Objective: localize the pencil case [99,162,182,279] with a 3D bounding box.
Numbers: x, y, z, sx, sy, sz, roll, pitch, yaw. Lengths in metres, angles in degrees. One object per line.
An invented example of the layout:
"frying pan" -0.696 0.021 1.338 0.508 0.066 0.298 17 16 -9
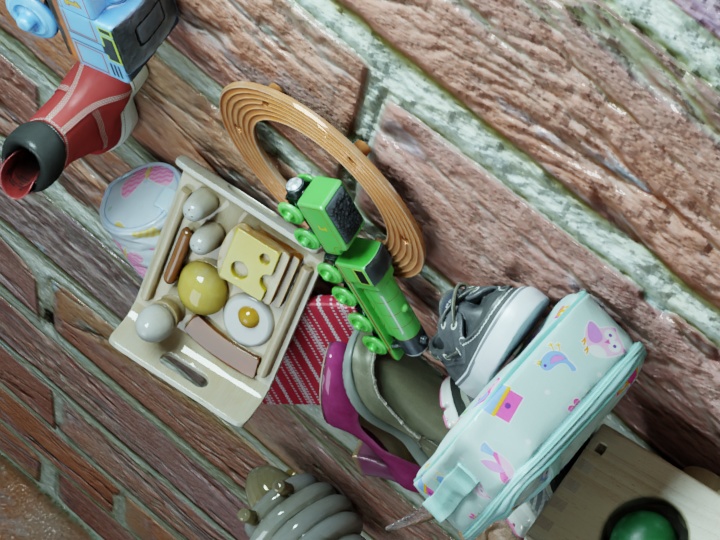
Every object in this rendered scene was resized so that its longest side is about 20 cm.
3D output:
"pencil case" -0.156 -0.005 1.919 0.091 0.083 0.200 29 158 44

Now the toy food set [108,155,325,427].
"toy food set" -0.123 0.019 1.800 0.143 0.060 0.201 32 125 11

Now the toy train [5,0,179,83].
"toy train" -0.202 -0.225 1.526 0.114 0.087 0.200 24 154 22

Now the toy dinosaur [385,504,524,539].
"toy dinosaur" 0.123 0.208 1.784 0.199 0.086 0.136 19 155 12

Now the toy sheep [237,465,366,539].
"toy sheep" -0.056 0.290 2.311 0.200 0.137 0.138 53 166 19

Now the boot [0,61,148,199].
"boot" -0.251 -0.107 1.786 0.072 0.144 0.200 40 163 -1

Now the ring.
"ring" -0.026 -0.070 1.611 0.200 0.019 0.201 37 162 14

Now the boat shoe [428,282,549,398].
"boat shoe" 0.085 0.040 1.569 0.066 0.070 0.200 39 169 5

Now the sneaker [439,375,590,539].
"sneaker" 0.137 0.145 1.693 0.074 0.087 0.200 37 -165 -52

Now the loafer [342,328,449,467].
"loafer" 0.058 0.110 1.787 0.069 0.076 0.200 -8 141 37

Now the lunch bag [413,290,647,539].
"lunch bag" 0.114 0.110 1.503 0.077 0.161 0.200 40 161 6

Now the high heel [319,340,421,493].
"high heel" 0.028 0.123 1.828 0.096 0.068 0.200 7 152 21

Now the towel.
"towel" -0.057 0.067 1.874 0.199 0.023 0.145 0 139 30

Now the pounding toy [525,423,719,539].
"pounding toy" 0.240 0.194 1.527 0.184 0.142 0.200 31 170 31

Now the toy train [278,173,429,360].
"toy train" 0.000 0.000 1.630 0.056 0.042 0.200 11 148 37
